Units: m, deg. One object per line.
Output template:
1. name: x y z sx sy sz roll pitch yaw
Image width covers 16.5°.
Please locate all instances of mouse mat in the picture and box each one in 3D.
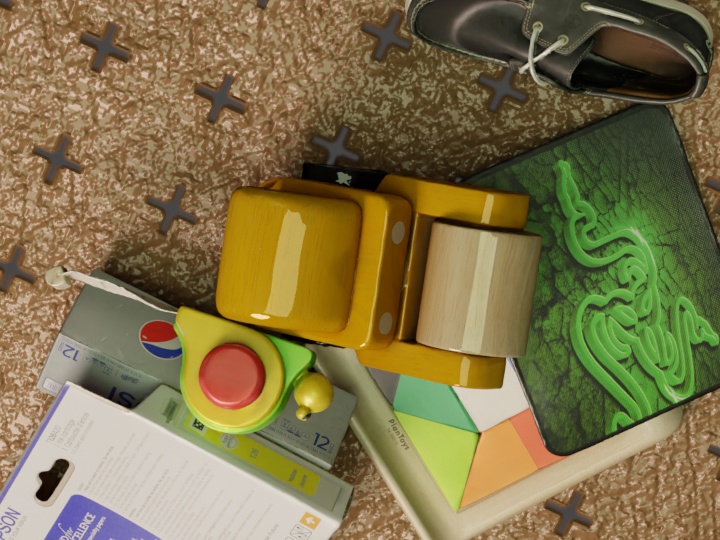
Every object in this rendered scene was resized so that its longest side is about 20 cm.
1. mouse mat: 0.162 0.006 1.630 0.161 0.008 0.200 -24 101 -8

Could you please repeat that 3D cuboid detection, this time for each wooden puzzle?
1. wooden puzzle: 0.090 0.074 1.661 0.200 0.037 0.185 -30 102 10

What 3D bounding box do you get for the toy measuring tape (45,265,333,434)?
1. toy measuring tape: -0.114 0.058 1.575 0.200 0.074 0.074 18 105 7

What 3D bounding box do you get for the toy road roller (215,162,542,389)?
1. toy road roller: 0.000 0.000 1.554 0.200 0.146 0.123 11 96 36

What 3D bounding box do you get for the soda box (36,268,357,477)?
1. soda box: -0.108 0.081 1.644 0.200 0.068 0.063 26 135 -3

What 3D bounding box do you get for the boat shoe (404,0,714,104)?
1. boat shoe: 0.126 -0.149 1.578 0.200 0.068 0.072 11 129 1

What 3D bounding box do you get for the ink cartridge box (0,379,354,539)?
1. ink cartridge box: -0.134 0.162 1.651 0.200 0.047 0.198 31 134 -5
